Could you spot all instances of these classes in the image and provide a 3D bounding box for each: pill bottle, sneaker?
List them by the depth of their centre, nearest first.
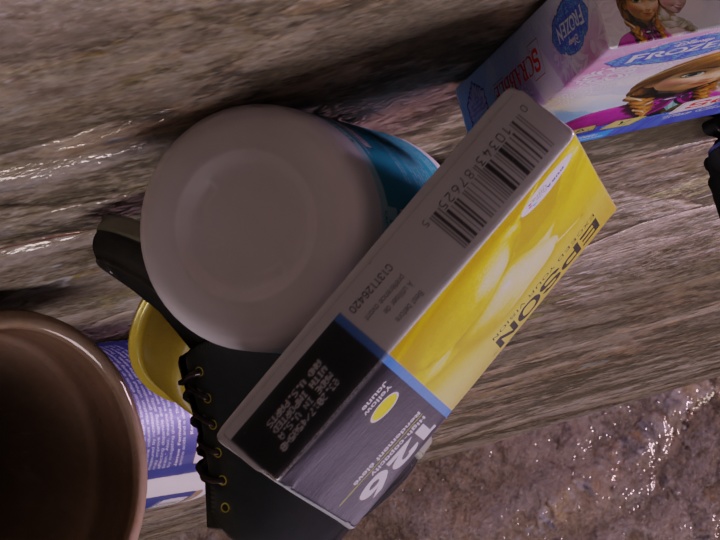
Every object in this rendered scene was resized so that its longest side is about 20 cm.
[{"bbox_3d":[-0.016,-0.015,1.375,0.111,0.111,0.200,-18,172,19],"label":"pill bottle"},{"bbox_3d":[-0.072,0.064,1.467,0.106,0.200,0.075,-52,-179,-6],"label":"sneaker"},{"bbox_3d":[-0.181,0.102,1.859,0.111,0.111,0.200,-22,170,38],"label":"pill bottle"}]

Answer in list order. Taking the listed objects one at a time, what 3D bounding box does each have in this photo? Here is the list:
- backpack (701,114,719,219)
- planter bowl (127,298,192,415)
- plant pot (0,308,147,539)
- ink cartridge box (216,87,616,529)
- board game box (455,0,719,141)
[{"bbox_3d":[0.301,-0.049,1.646,0.200,0.135,0.183,-18,172,4],"label":"backpack"},{"bbox_3d":[-0.016,0.042,1.572,0.200,0.083,0.200,-19,148,-13],"label":"planter bowl"},{"bbox_3d":[-0.251,0.119,1.675,0.200,0.200,0.175,-7,-175,-43],"label":"plant pot"},{"bbox_3d":[0.036,0.027,1.332,0.198,0.047,0.200,-51,160,-1],"label":"ink cartridge box"},{"bbox_3d":[0.165,-0.108,1.317,0.200,0.041,0.200,-13,171,-15],"label":"board game box"}]
